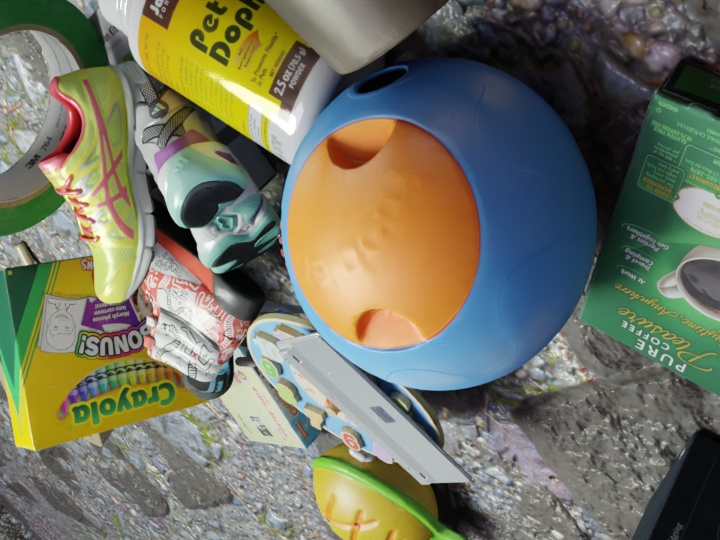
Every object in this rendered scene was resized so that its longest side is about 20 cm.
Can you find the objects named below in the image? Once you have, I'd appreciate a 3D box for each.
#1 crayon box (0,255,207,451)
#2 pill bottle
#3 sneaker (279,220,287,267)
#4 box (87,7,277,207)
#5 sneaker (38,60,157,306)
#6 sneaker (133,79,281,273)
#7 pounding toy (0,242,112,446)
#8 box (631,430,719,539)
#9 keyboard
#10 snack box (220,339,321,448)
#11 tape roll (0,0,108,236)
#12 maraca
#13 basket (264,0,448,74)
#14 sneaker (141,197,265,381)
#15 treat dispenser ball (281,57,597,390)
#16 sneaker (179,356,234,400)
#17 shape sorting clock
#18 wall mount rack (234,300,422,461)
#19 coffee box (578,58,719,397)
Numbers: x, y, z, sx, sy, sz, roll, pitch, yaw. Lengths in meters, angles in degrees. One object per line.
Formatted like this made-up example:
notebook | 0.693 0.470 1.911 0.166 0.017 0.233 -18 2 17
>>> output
crayon box | -0.267 0.074 0.958 0.058 0.197 0.177 -10 91 49
pill bottle | -0.087 -0.165 0.655 0.198 0.109 0.110 33 144 14
sneaker | 0.000 0.000 0.758 0.077 0.083 0.202 10 142 37
box | -0.182 -0.140 0.839 0.154 0.041 0.202 -14 115 50
sneaker | -0.223 -0.071 0.769 0.077 0.089 0.205 10 102 52
sneaker | -0.130 -0.088 0.752 0.142 0.077 0.201 60 173 17
pounding toy | -0.412 0.101 1.268 0.196 0.143 0.186 21 142 11
box | 0.276 0.263 0.658 0.194 0.200 0.125 30 145 18
keyboard | 0.014 0.116 0.749 0.056 0.011 0.200 -19 126 41
snack box | -0.135 0.116 1.063 0.115 0.037 0.202 -3 124 48
tape roll | -0.290 -0.130 0.746 0.047 0.201 0.203 23 141 24
maraca | 0.033 0.252 0.980 0.198 0.108 0.137 36 161 -15
basket | -0.029 -0.226 0.514 0.179 0.137 0.201 -31 111 27
sneaker | -0.185 0.013 0.852 0.200 0.067 0.109 38 105 21
treat dispenser ball | 0.048 -0.029 0.581 0.198 0.201 0.203 26 142 22
sneaker | -0.171 0.025 0.930 0.203 0.072 0.082 65 158 10
shape sorting clock | -0.017 0.108 0.803 0.197 0.039 0.202 26 147 18
wall mount rack | -0.029 0.094 0.900 0.173 0.075 0.201 39 144 9
coffee box | 0.213 -0.017 0.565 0.121 0.044 0.202 28 142 22
